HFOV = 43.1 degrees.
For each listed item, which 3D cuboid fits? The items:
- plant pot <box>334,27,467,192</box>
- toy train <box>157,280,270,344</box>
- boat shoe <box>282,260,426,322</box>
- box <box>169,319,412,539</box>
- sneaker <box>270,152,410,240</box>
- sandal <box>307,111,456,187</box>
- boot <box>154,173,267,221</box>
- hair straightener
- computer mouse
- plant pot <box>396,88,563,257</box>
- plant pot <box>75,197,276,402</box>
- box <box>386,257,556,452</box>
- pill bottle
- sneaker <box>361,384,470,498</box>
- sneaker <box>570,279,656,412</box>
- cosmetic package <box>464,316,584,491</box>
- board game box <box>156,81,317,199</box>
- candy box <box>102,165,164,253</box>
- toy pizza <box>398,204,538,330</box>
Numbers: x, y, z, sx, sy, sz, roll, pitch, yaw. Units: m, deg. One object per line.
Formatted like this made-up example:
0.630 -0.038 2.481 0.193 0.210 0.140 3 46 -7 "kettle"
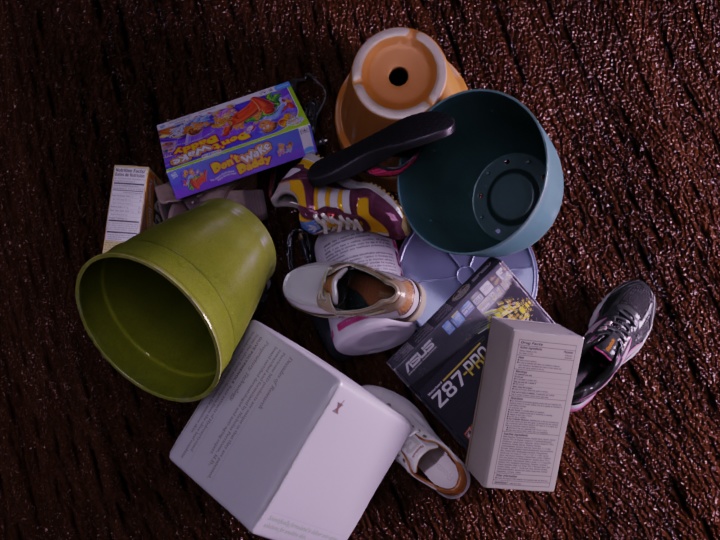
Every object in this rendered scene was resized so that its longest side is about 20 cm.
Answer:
0.056 -0.231 1.237 0.196 0.183 0.204 -1 77 5 "plant pot"
-0.208 0.033 1.224 0.114 0.087 0.199 41 56 17 "toy train"
-0.019 0.020 1.119 0.197 0.068 0.076 2 78 30 "boat shoe"
-0.080 0.209 1.120 0.170 0.199 0.202 27 82 37 "box"
-0.026 -0.072 1.156 0.199 0.075 0.090 30 69 36 "sneaker"
0.029 -0.141 1.123 0.197 0.076 0.045 -21 118 18 "sandal"
-0.210 -0.116 1.255 0.143 0.071 0.202 -10 45 -9 "boot"
-0.083 -0.194 1.321 0.075 0.041 0.204 6 74 6 "hair straightener"
-0.056 0.031 1.267 0.058 0.034 0.202 -26 76 0 "computer mouse"
0.168 -0.109 1.164 0.197 0.160 0.205 -5 81 29 "plant pot"
-0.199 0.016 1.088 0.198 0.202 0.193 29 43 10 "plant pot"
0.157 0.109 1.190 0.200 0.049 0.161 -44 104 -3 "box"
0.000 0.000 1.221 0.111 0.114 0.203 -14 68 2 "pill bottle"
0.063 0.216 1.190 0.199 0.085 0.073 37 84 15 "sneaker"
0.325 0.100 1.191 0.080 0.086 0.202 33 82 9 "sneaker"
0.204 0.168 1.148 0.102 0.073 0.204 8 97 -16 "cosmetic package"
-0.170 -0.180 1.238 0.197 0.045 0.135 -20 39 -6 "board game box"
-0.311 -0.031 1.261 0.054 0.116 0.204 3 78 5 "candy box"
0.145 0.010 1.255 0.196 0.032 0.204 -1 77 3 "toy pizza"
